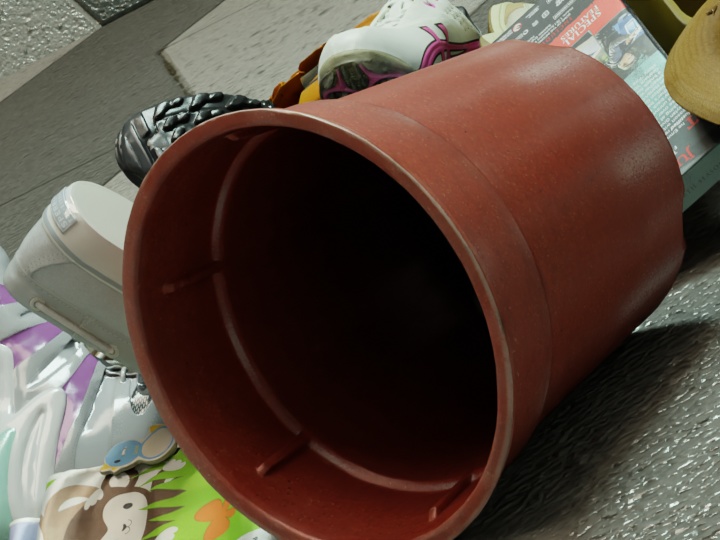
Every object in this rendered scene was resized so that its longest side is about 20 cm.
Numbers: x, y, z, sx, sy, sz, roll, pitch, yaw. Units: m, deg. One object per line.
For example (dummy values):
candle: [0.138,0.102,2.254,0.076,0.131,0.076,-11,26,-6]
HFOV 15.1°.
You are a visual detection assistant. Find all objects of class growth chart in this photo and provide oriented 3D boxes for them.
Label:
growth chart: [-0.104,0.124,1.233,0.199,0.018,0.145,-27,39,8]

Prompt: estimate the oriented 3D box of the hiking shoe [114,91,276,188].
hiking shoe: [-0.050,-0.042,1.580,0.101,0.199,0.076,121,153,-53]

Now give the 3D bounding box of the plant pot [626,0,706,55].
plant pot: [0.205,-0.203,1.497,0.199,0.200,0.177,-31,-25,-10]

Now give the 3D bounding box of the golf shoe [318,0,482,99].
golf shoe: [0.023,-0.129,1.629,0.072,0.093,0.200,-12,-8,21]

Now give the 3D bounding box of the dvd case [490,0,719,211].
dvd case: [0.100,-0.064,1.381,0.146,0.022,0.200,-42,33,10]

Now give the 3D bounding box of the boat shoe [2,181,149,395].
boat shoe: [-0.082,0.035,1.299,0.069,0.200,0.072,-44,38,19]

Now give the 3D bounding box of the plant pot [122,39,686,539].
plant pot: [0.034,-0.003,1.192,0.200,0.202,0.195,-17,9,41]

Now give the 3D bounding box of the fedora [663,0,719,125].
fedora: [0.242,-0.100,1.290,0.200,0.082,0.201,-24,26,12]

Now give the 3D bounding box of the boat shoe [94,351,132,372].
boat shoe: [-0.152,0.108,1.422,0.200,0.072,0.065,-50,-14,-30]

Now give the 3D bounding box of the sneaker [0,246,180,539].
sneaker: [-0.130,0.061,1.367,0.139,0.201,0.078,-11,-32,-7]

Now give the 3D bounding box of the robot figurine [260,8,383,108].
robot figurine: [-0.025,-0.088,1.781,0.200,0.058,0.145,-38,-30,13]

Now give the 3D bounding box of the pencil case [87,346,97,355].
pencil case: [-0.234,0.068,1.691,0.200,0.078,0.090,-34,-11,-21]

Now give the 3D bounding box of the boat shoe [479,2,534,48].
boat shoe: [0.113,-0.127,1.653,0.066,0.074,0.200,-11,13,8]
